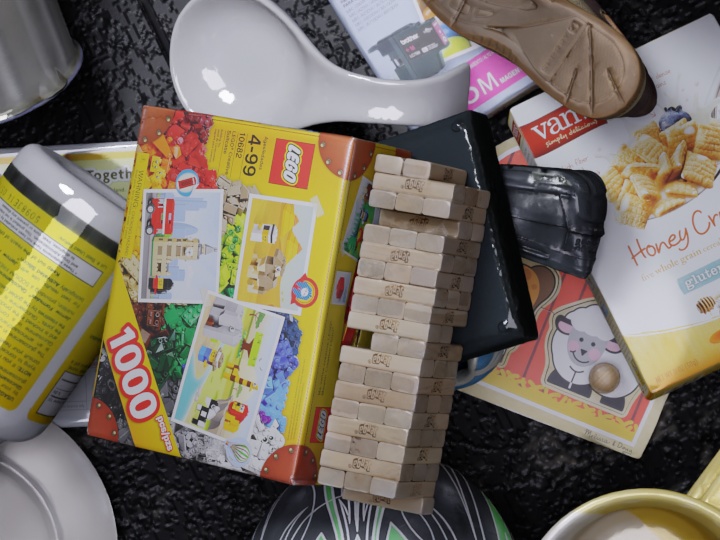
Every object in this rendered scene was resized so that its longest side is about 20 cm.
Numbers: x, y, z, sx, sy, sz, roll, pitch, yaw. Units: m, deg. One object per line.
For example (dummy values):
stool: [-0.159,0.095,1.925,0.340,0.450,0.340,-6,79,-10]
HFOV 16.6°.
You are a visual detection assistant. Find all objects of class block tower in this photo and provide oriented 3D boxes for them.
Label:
block tower: [0.025,0.038,1.416,0.054,0.058,0.201,10,91,27]

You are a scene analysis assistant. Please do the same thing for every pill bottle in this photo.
pill bottle: [-0.216,0.031,1.528,0.112,0.112,0.200,36,92,4]

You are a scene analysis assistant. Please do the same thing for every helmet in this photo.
helmet: [0.014,0.209,1.503,0.199,0.200,0.191,-7,107,6]

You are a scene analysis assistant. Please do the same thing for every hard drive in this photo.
hard drive: [0.000,0.000,1.485,0.200,0.033,0.140,-18,78,27]

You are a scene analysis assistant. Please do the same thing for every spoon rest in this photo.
spoon rest: [-0.034,-0.121,1.535,0.200,0.061,0.100,11,108,23]

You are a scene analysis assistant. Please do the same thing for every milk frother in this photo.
milk frother: [-0.237,-0.224,1.548,0.200,0.180,0.188,-32,126,-22]

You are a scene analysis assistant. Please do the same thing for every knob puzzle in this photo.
knob puzzle: [0.131,-0.004,1.556,0.219,0.030,0.220,0,91,7]

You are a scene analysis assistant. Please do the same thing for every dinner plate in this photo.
dinner plate: [-0.256,0.178,1.594,0.200,0.024,0.201,1,99,6]

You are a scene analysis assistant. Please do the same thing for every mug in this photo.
mug: [0.188,0.192,1.491,0.186,0.153,0.150,-23,88,6]

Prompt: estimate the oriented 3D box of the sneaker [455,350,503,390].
sneaker: [-0.009,0.045,1.535,0.199,0.072,0.072,-6,94,14]

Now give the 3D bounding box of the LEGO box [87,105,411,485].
LEGO box: [-0.066,0.014,1.456,0.149,0.077,0.201,10,91,28]

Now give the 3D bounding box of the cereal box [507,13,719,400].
cereal box: [0.196,-0.040,1.520,0.144,0.040,0.200,-26,80,-3]

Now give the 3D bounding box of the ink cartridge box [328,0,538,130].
ink cartridge box: [0.039,-0.187,1.559,0.119,0.042,0.200,-32,86,5]

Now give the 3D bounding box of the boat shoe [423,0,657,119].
boat shoe: [0.104,-0.160,1.503,0.200,0.072,0.072,41,105,24]

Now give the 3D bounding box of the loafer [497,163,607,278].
loafer: [0.059,-0.033,1.513,0.200,0.068,0.071,8,94,36]

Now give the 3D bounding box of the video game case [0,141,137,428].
video game case: [-0.197,0.010,1.596,0.199,0.023,0.183,-3,91,7]
